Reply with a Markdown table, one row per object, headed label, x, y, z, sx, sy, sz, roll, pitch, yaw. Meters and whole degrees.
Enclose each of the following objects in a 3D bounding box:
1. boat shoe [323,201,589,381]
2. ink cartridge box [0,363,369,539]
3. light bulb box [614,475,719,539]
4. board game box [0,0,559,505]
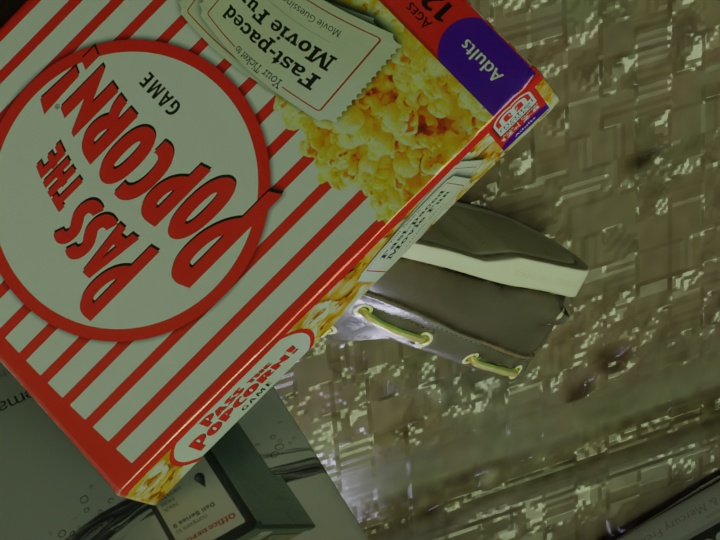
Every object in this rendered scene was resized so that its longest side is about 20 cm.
| label | x | y | z | sx | sy | sz | roll | pitch | yaw |
| --- | --- | --- | --- | --- | --- | --- | --- | --- | --- |
| boat shoe | 0.000 | 0.000 | 1.052 | 0.199 | 0.072 | 0.060 | 13 | 109 | -39 |
| ink cartridge box | -0.077 | 0.109 | 0.986 | 0.145 | 0.200 | 0.084 | -24 | 136 | -12 |
| light bulb box | 0.154 | 0.224 | 1.234 | 0.198 | 0.125 | 0.201 | -28 | 127 | -9 |
| board game box | -0.055 | -0.043 | 0.946 | 0.200 | 0.152 | 0.046 | -46 | 164 | 3 |
